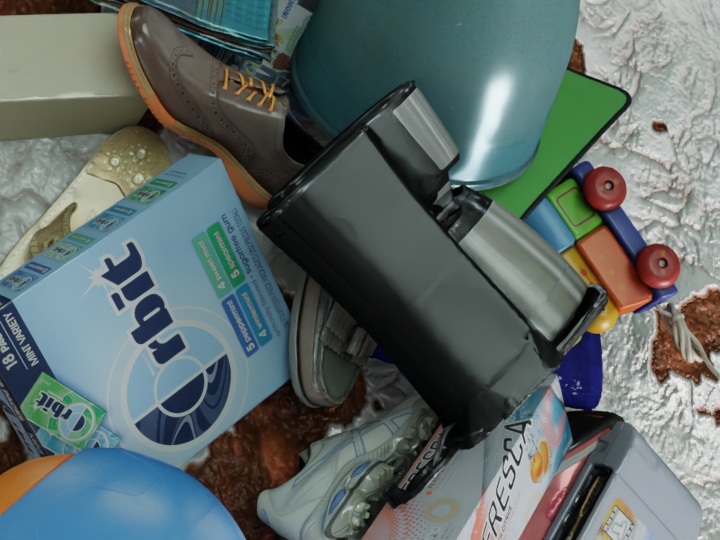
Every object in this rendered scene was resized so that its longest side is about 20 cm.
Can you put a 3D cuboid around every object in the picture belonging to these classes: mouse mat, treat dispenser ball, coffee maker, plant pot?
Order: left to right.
[{"bbox_3d":[-0.155,0.204,0.782,0.200,0.201,0.202,7,72,-21],"label":"treat dispenser ball"},{"bbox_3d":[0.030,0.008,0.870,0.200,0.135,0.192,45,56,-6],"label":"coffee maker"},{"bbox_3d":[0.070,-0.194,0.961,0.199,0.188,0.201,13,42,-12],"label":"plant pot"},{"bbox_3d":[0.095,-0.106,1.055,0.161,0.008,0.200,28,60,31],"label":"mouse mat"}]

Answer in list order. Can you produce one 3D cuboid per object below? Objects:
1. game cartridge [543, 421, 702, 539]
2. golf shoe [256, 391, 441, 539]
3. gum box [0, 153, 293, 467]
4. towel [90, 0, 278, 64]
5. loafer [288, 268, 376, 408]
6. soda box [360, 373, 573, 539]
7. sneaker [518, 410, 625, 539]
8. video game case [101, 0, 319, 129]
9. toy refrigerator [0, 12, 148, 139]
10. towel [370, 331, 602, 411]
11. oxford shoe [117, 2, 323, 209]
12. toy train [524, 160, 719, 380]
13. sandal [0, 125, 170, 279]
[{"bbox_3d":[0.181,0.229,1.000,0.133,0.041,0.200,44,69,-30],"label":"game cartridge"},{"bbox_3d":[0.004,0.129,0.965,0.200,0.097,0.079,-34,127,-50],"label":"golf shoe"},{"bbox_3d":[-0.145,0.046,0.901,0.200,0.044,0.171,-38,121,-28],"label":"gum box"},{"bbox_3d":[-0.124,-0.252,0.996,0.146,0.022,0.201,17,52,-19],"label":"towel"},{"bbox_3d":[0.000,0.000,0.965,0.072,0.063,0.201,36,60,-51],"label":"loafer"},{"bbox_3d":[0.077,0.150,0.924,0.200,0.068,0.064,-49,131,-46],"label":"soda box"},{"bbox_3d":[0.129,0.178,1.018,0.200,0.074,0.087,-33,112,-30],"label":"sneaker"},{"bbox_3d":[-0.081,-0.236,1.064,0.182,0.022,0.201,29,65,-13],"label":"video game case"},{"bbox_3d":[-0.250,-0.135,0.932,0.199,0.076,0.070,-7,78,-24],"label":"toy refrigerator"},{"bbox_3d":[0.096,0.023,1.053,0.199,0.050,0.148,15,63,-18],"label":"towel"},{"bbox_3d":[-0.092,-0.123,0.947,0.200,0.073,0.072,44,38,-44],"label":"oxford shoe"},{"bbox_3d":[0.182,0.029,1.018,0.115,0.085,0.201,-31,84,-21],"label":"toy train"},{"bbox_3d":[-0.190,-0.020,0.926,0.077,0.070,0.212,32,65,-12],"label":"sandal"}]
